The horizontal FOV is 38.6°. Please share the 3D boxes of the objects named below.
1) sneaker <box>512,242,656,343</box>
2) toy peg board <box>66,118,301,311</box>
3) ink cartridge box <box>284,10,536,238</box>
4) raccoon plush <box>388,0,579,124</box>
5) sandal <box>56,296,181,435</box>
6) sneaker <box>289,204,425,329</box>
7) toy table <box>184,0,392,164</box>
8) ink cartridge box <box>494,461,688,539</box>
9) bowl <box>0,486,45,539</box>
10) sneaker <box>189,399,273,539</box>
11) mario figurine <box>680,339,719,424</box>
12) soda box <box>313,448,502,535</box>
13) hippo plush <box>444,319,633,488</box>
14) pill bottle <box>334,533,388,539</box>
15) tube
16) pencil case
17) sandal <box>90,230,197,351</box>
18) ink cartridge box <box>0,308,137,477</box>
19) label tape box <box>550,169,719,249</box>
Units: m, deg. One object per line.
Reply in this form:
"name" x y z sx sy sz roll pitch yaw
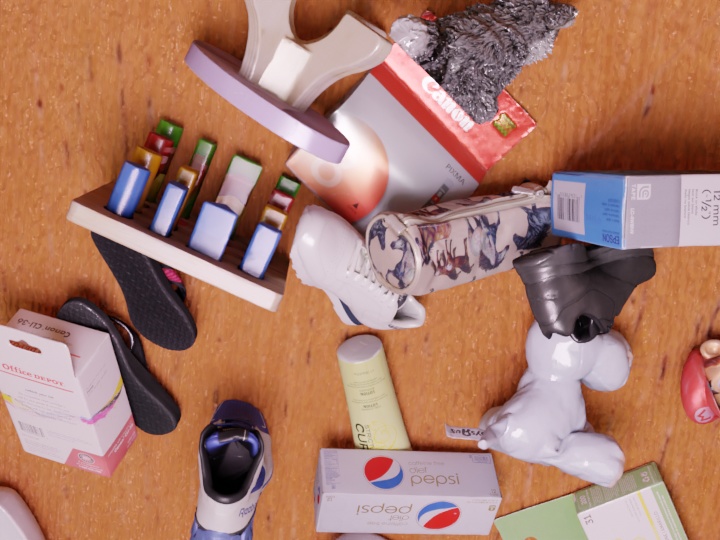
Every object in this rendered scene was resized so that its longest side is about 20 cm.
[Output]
"sneaker" 0.217 0.020 0.972 0.075 0.198 0.092 -17 82 47
"toy peg board" -0.147 -0.064 0.968 0.197 0.199 0.099 24 98 -6
"ink cartridge box" 0.050 -0.120 0.998 0.162 0.050 0.200 42 113 -14
"raccoon plush" 0.115 -0.207 0.885 0.134 0.200 0.097 -45 82 12
"sandal" -0.263 0.099 1.123 0.074 0.048 0.202 -11 127 24
"sneaker" 0.000 0.000 0.991 0.080 0.200 0.077 15 74 30
"toy table" -0.063 -0.194 0.915 0.199 0.183 0.118 38 105 24
"ink cartridge box" 0.271 0.318 1.174 0.198 0.048 0.147 -24 110 11
"bowl" -0.459 0.347 1.229 0.196 0.075 0.203 -13 111 10
"sneaker" -0.126 0.190 1.065 0.079 0.201 0.117 9 122 -4
"mario figurine" 0.414 0.094 1.029 0.199 0.106 0.124 -36 72 10
"soda box" 0.049 0.242 1.123 0.196 0.064 0.069 4 129 -9
"hippo plush" 0.192 0.117 1.063 0.197 0.159 0.163 19 84 -20
"pill bottle" -0.021 0.413 1.203 0.111 0.112 0.202 23 113 -6
"tube" 0.019 0.167 1.128 0.057 0.052 0.203 15 129 39
"pencil case" 0.099 -0.033 0.965 0.198 0.078 0.091 -14 131 -32
"sandal" -0.213 0.011 1.059 0.074 0.045 0.202 3 137 19
"ink cartridge box" -0.314 0.116 1.076 0.115 0.068 0.202 13 134 17
"label tape box" 0.290 -0.058 0.923 0.196 0.143 0.067 0 96 -14
